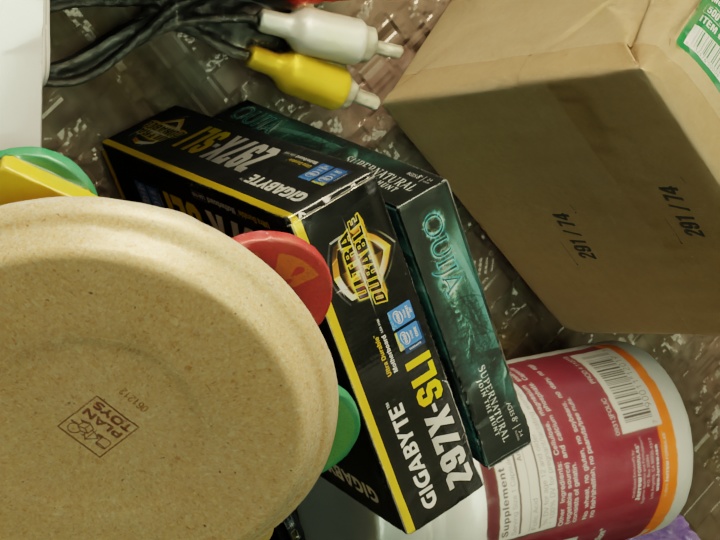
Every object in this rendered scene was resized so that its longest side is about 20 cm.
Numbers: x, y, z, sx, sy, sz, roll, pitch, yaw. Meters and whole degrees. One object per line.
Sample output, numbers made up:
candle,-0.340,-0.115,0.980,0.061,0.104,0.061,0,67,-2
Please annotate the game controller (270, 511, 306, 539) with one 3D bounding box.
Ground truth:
game controller,-0.067,0.109,0.825,0.042,0.104,0.200,-30,116,-17

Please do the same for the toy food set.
toy food set,-0.100,0.048,0.660,0.200,0.049,0.198,27,121,-16

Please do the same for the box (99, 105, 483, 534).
box,-0.037,0.015,0.760,0.049,0.200,0.160,-29,117,-22

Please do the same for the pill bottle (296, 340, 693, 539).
pill bottle,0.072,0.109,0.900,0.200,0.114,0.114,-9,108,-28

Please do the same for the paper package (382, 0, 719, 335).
paper package,0.145,-0.063,0.843,0.200,0.190,0.104,49,60,-30

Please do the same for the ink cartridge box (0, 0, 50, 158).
ink cartridge box,-0.238,-0.118,0.637,0.200,0.147,0.146,-4,105,-30

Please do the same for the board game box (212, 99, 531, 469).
board game box,0.000,0.000,0.775,0.028,0.200,0.136,-29,117,-18

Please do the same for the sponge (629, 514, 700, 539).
sponge,0.123,0.214,1.010,0.200,0.030,0.112,-48,122,-11

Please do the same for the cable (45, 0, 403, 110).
cable,-0.071,-0.127,0.787,0.200,0.050,0.097,-2,106,-31
